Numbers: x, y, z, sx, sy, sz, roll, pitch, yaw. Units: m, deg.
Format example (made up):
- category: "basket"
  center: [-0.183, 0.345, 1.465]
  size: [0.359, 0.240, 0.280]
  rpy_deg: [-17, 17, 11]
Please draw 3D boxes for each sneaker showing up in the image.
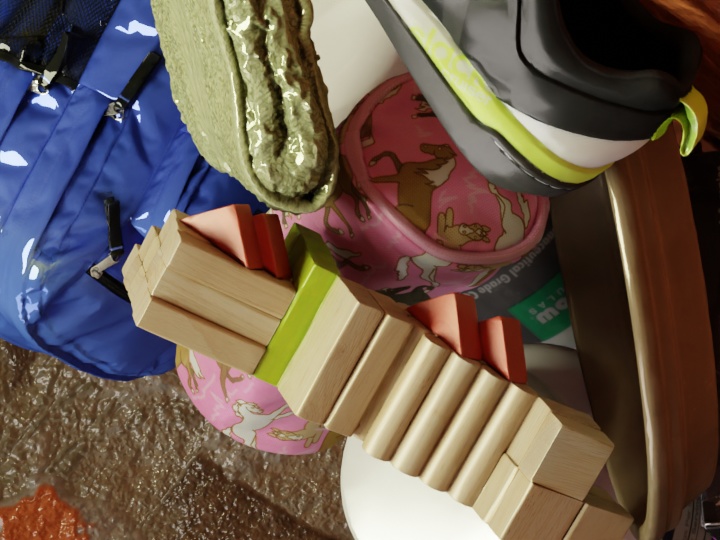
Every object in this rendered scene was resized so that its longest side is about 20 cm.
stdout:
- category: "sneaker"
  center: [0.034, -0.114, 0.891]
  size: [0.083, 0.072, 0.200]
  rpy_deg: [-29, 106, 40]

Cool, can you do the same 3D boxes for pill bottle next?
- category: "pill bottle"
  center: [0.082, 0.093, 1.181]
  size: [0.120, 0.120, 0.200]
  rpy_deg: [36, -172, 34]
- category: "pill bottle"
  center: [0.054, -0.032, 1.244]
  size: [0.200, 0.113, 0.113]
  rpy_deg: [40, 177, -35]

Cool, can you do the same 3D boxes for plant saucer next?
- category: "plant saucer"
  center: [0.090, -0.006, 1.025]
  size: [0.200, 0.029, 0.200]
  rpy_deg: [170, 90, -87]

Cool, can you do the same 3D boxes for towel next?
- category: "towel"
  center: [-0.057, -0.123, 1.056]
  size: [0.148, 0.036, 0.200]
  rpy_deg: [-148, 43, -72]

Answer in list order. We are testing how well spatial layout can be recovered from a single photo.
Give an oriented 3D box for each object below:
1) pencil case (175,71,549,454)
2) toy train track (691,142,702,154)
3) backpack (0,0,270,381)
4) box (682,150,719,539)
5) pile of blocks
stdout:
- category: "pencil case"
  center: [0.000, 0.000, 1.131]
  size: [0.083, 0.087, 0.200]
  rpy_deg: [48, 147, 5]
- category: "toy train track"
  center: [0.134, 0.009, 1.185]
  size: [0.032, 0.115, 0.200]
  rpy_deg: [-8, 179, 18]
- category: "backpack"
  center: [-0.102, -0.051, 1.325]
  size: [0.168, 0.200, 0.162]
  rpy_deg: [30, 176, 36]
- category: "box"
  center: [0.164, 0.053, 1.144]
  size: [0.036, 0.143, 0.200]
  rpy_deg: [-9, 159, 19]
- category: "pile of blocks"
  center: [0.013, 0.026, 1.033]
  size: [0.200, 0.062, 0.082]
  rpy_deg: [31, -167, 5]
